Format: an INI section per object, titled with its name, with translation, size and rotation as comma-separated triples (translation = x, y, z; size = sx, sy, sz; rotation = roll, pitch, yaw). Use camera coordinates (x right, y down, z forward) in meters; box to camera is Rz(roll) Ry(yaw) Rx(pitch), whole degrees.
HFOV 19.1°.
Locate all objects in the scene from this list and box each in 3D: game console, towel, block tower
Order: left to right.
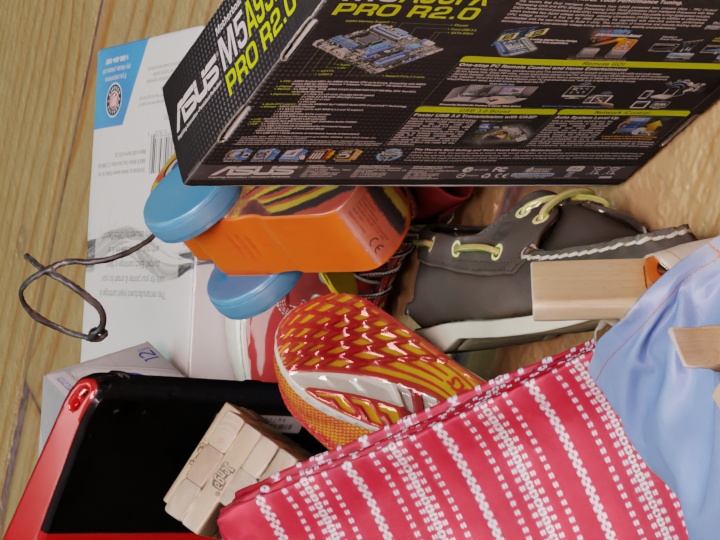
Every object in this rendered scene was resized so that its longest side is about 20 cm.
[game console]
translation = -0.081, 0.126, 1.010
size = 0.031, 0.200, 0.177
rotation = 40, 114, 42
[block tower]
translation = 0.006, 0.134, 0.911
size = 0.200, 0.054, 0.058
rotation = 33, 91, 22
[towel]
translation = 0.048, 0.122, 0.841
size = 0.200, 0.022, 0.145
rotation = -25, 82, 24

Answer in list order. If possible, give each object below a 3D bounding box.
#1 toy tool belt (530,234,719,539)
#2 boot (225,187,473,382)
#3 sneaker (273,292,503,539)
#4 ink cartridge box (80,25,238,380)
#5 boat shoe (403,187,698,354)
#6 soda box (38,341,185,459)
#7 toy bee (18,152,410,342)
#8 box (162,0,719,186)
[toy tool belt]
translation = 0.139, 0.065, 0.699
size = 0.200, 0.123, 0.125
rotation = 62, 142, 40
[boot]
translation = 0.000, 0.000, 1.019
size = 0.144, 0.072, 0.200
rotation = 14, 100, 60
[sneaker]
translation = 0.047, 0.084, 0.902
size = 0.200, 0.073, 0.077
rotation = 42, 164, 21
[ink cartridge box]
translation = -0.083, -0.022, 1.142
size = 0.145, 0.084, 0.200
rotation = 1, 87, 60
[boat shoe]
translation = 0.074, -0.002, 0.873
size = 0.201, 0.072, 0.061
rotation = -15, 81, 64
[soda box]
translation = -0.123, 0.139, 1.080
size = 0.068, 0.063, 0.200
rotation = 39, 134, 38
[toy bee]
translation = -0.058, -0.041, 0.954
size = 0.131, 0.200, 0.109
rotation = 71, -146, -44
[box]
translation = 0.048, -0.084, 0.783
size = 0.160, 0.200, 0.044
rotation = -47, 51, 54
